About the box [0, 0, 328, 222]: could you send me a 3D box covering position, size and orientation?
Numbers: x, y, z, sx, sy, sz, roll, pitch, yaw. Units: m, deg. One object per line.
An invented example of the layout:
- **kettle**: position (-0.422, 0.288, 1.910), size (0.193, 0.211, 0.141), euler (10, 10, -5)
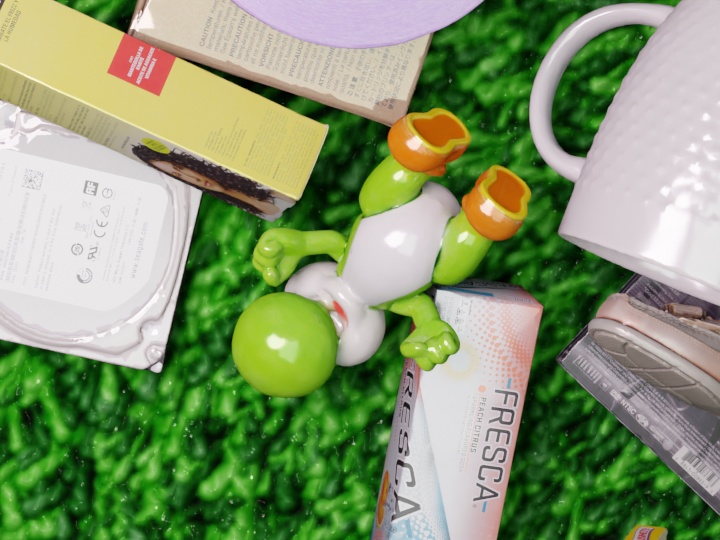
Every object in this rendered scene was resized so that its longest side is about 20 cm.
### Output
- **box**: position (-0.122, -0.093, 1.098), size (0.200, 0.075, 0.050), euler (25, 76, -8)

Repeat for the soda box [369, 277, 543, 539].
- **soda box**: position (0.054, 0.104, 1.191), size (0.068, 0.064, 0.200), euler (9, 98, -9)

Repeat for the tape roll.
- **tape roll**: position (-0.004, -0.219, 1.050), size (0.200, 0.066, 0.201), euler (-1, 101, -7)

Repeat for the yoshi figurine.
- **yoshi figurine**: position (-0.002, 0.008, 1.115), size (0.112, 0.113, 0.200), euler (17, 128, -37)

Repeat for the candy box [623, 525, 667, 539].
- **candy box**: position (0.163, 0.266, 1.216), size (0.026, 0.102, 0.200), euler (6, 100, 22)

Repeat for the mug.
- **mug**: position (0.191, -0.083, 1.139), size (0.200, 0.148, 0.176), euler (22, 90, 25)

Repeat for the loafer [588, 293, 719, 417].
- **loafer**: position (0.227, 0.059, 1.193), size (0.200, 0.072, 0.063), euler (31, 79, -17)

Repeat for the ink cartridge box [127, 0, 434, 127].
- **ink cartridge box**: position (-0.024, -0.200, 1.121), size (0.164, 0.075, 0.200), euler (18, 98, -8)

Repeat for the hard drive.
- **hard drive**: position (-0.197, -0.029, 1.150), size (0.200, 0.038, 0.140), euler (14, 98, -8)

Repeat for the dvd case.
- **dvd case**: position (0.240, 0.032, 1.225), size (0.149, 0.016, 0.200), euler (43, 93, -11)
